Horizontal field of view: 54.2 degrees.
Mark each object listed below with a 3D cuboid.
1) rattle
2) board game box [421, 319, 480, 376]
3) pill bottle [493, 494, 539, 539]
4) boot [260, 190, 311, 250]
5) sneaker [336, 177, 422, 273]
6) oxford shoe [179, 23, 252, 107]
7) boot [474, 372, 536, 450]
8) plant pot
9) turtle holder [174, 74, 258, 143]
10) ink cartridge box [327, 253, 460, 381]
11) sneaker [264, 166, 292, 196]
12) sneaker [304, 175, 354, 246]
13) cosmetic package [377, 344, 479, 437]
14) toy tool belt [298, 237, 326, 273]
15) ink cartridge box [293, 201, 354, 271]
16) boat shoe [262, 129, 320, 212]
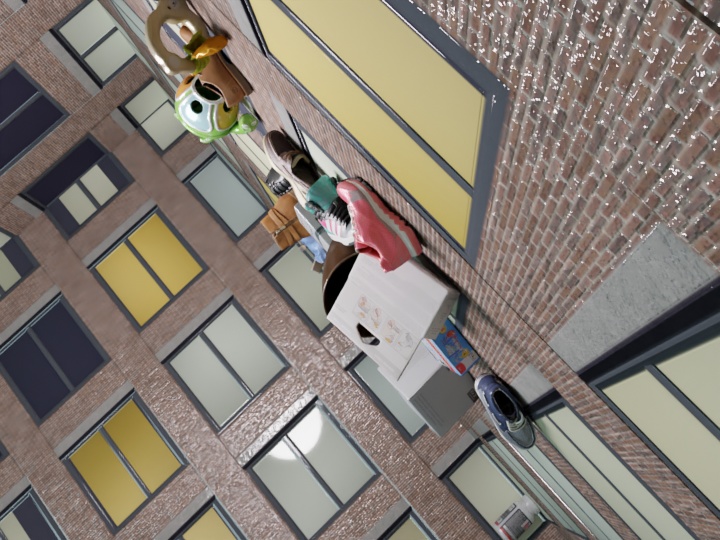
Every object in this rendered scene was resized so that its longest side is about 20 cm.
[{"bbox_3d":[-0.327,-0.464,1.254,0.143,0.128,0.204,172,82,-70],"label":"rattle"},{"bbox_3d":[0.151,0.123,1.539,0.201,0.056,0.196,50,174,-9],"label":"board game box"},{"bbox_3d":[0.687,1.089,3.084,0.116,0.200,0.116,47,174,7],"label":"pill bottle"},{"bbox_3d":[-0.136,-0.100,1.735,0.201,0.155,0.077,50,173,-16],"label":"boot"},{"bbox_3d":[0.010,-0.076,1.150,0.200,0.087,0.074,45,173,31],"label":"sneaker"},{"bbox_3d":[-0.305,-0.412,1.406,0.201,0.071,0.071,50,176,7],"label":"oxford shoe"},{"bbox_3d":[0.309,0.306,1.451,0.201,0.072,0.090,51,179,-13],"label":"boot"},{"bbox_3d":[0.000,0.000,1.402,0.188,0.186,0.201,51,-173,-29],"label":"plant pot"},{"bbox_3d":[-0.336,-0.367,1.597,0.187,0.140,0.132,57,158,4],"label":"turtle holder"},{"bbox_3d":[0.052,0.061,1.214,0.199,0.178,0.044,38,-164,36],"label":"ink cartridge box"},{"bbox_3d":[-0.162,-0.204,1.575,0.076,0.091,0.200,42,176,-20],"label":"sneaker"},{"bbox_3d":[-0.042,-0.119,1.318,0.121,0.084,0.199,51,165,-19],"label":"sneaker"},{"bbox_3d":[0.181,0.290,1.854,0.165,0.165,0.200,49,174,-26],"label":"cosmetic package"},{"bbox_3d":[-0.135,-0.099,1.893,0.201,0.123,0.125,50,173,-18],"label":"toy tool belt"},{"bbox_3d":[-0.055,-0.083,1.598,0.200,0.083,0.147,48,174,9],"label":"ink cartridge box"},{"bbox_3d":[-0.128,-0.217,1.440,0.202,0.071,0.072,58,146,14],"label":"boat shoe"}]
